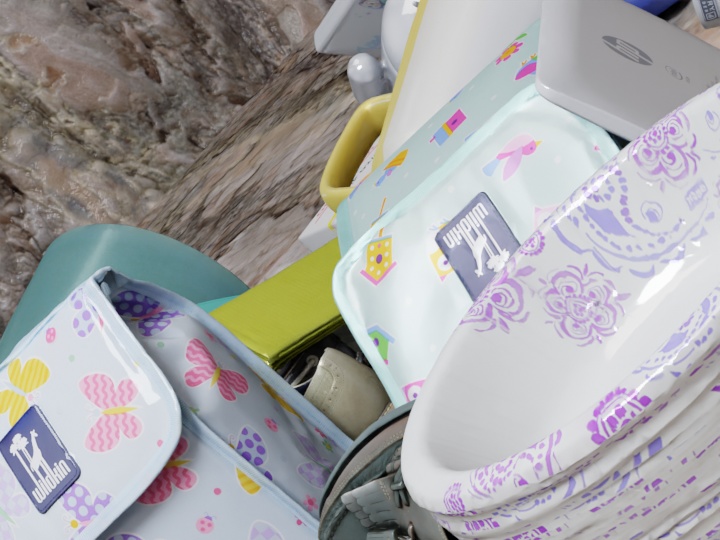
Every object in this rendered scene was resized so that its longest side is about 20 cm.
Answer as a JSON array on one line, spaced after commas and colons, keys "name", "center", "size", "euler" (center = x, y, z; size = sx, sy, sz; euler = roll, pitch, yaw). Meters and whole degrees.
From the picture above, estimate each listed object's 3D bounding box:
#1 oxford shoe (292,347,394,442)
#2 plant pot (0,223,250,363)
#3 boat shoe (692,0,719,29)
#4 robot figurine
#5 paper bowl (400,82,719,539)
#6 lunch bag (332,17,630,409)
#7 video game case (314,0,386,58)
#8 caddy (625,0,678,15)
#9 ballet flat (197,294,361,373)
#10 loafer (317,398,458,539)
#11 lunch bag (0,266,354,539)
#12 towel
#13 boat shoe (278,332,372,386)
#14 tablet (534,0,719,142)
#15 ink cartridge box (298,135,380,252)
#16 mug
[{"name": "oxford shoe", "center": [-0.055, 0.111, 1.026], "size": [0.200, 0.074, 0.071], "euler": [-41, 13, 28]}, {"name": "plant pot", "center": [-0.169, 0.094, 1.208], "size": [0.201, 0.201, 0.161], "euler": [-34, 22, 49]}, {"name": "boat shoe", "center": [0.243, -0.207, 1.071], "size": [0.070, 0.071, 0.200], "euler": [-12, 22, 21]}, {"name": "robot figurine", "center": [0.071, -0.164, 1.307], "size": [0.169, 0.113, 0.200], "euler": [-22, -15, -6]}, {"name": "paper bowl", "center": [0.117, 0.033, 0.596], "size": [0.201, 0.104, 0.201], "euler": [-44, 12, 11]}, {"name": "lunch bag", "center": [0.078, -0.018, 0.872], "size": [0.170, 0.122, 0.200], "euler": [-42, 20, 19]}, {"name": "video game case", "center": [0.081, -0.219, 1.370], "size": [0.200, 0.182, 0.024], "euler": [133, 135, -58]}, {"name": "caddy", "center": [0.168, -0.241, 1.241], "size": [0.105, 0.141, 0.200], "euler": [-28, 21, 45]}, {"name": "ballet flat", "center": [-0.032, 0.036, 1.147], "size": [0.200, 0.064, 0.067], "euler": [-15, 33, -18]}, {"name": "loafer", "center": [0.048, 0.089, 0.753], "size": [0.200, 0.072, 0.063], "euler": [-37, 21, 34]}, {"name": "lunch bag", "center": [-0.117, 0.117, 0.916], "size": [0.170, 0.200, 0.127], "euler": [-42, 12, 19]}, {"name": "towel", "center": [0.000, 0.000, 1.104], "size": [0.200, 0.018, 0.086], "euler": [-31, 30, -25]}, {"name": "boat shoe", "center": [-0.070, 0.113, 1.108], "size": [0.200, 0.060, 0.074], "euler": [-42, 13, 24]}, {"name": "tablet", "center": [0.147, -0.093, 0.857], "size": [0.200, 0.130, 0.014], "euler": [-73, 10, -66]}, {"name": "ink cartridge box", "center": [0.030, -0.051, 1.280], "size": [0.115, 0.068, 0.200], "euler": [-52, 12, -22]}, {"name": "mug", "center": [0.073, -0.075, 1.071], "size": [0.153, 0.149, 0.187], "euler": [-65, 7, -32]}]
